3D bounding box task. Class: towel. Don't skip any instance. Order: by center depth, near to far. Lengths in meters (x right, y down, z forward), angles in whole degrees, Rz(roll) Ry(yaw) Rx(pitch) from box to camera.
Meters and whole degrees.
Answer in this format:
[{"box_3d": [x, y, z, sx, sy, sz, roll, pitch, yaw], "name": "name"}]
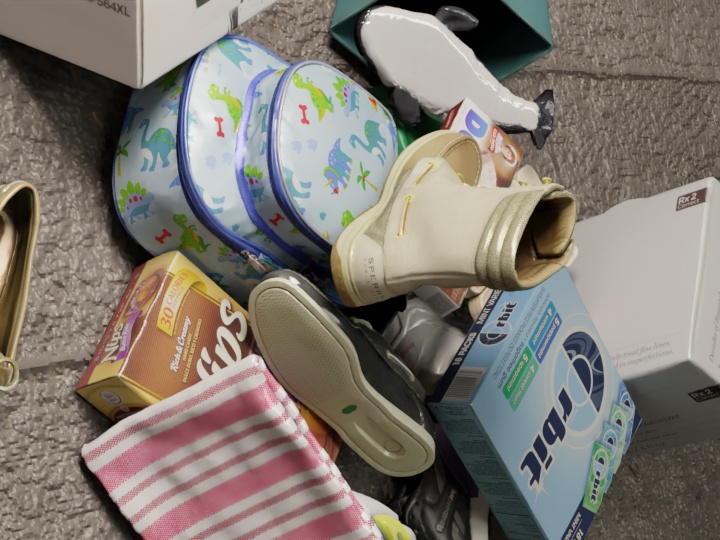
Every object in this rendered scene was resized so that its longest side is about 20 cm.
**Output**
[{"box_3d": [-0.080, 0.169, 1.113, 0.200, 0.146, 0.030, 57, 14, -14], "name": "towel"}]

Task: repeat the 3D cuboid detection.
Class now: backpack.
[{"box_3d": [-0.071, -0.076, 1.210, 0.200, 0.147, 0.184, 29, 56, -38], "name": "backpack"}]

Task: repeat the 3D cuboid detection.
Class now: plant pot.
[{"box_3d": [0.075, -0.274, 1.459, 0.141, 0.141, 0.201, 36, 41, -33], "name": "plant pot"}]

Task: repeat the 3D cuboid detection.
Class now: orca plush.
[{"box_3d": [0.074, -0.172, 1.398, 0.199, 0.071, 0.106, 10, 97, -22], "name": "orca plush"}]

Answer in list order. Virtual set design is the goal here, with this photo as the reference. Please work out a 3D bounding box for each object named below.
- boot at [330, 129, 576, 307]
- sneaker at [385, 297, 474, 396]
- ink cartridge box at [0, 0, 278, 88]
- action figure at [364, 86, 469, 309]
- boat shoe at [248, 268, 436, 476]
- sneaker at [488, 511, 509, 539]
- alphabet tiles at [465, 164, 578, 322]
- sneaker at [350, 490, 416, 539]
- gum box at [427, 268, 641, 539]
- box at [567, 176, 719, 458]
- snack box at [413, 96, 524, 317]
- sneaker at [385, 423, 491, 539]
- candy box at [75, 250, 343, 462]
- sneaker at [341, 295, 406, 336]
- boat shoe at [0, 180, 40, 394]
[{"box_3d": [0.085, -0.043, 1.159, 0.200, 0.154, 0.072, -50, 127, -47], "name": "boot"}, {"box_3d": [0.105, 0.086, 1.371, 0.199, 0.078, 0.099, 5, 39, -38], "name": "sneaker"}, {"box_3d": [-0.155, -0.223, 1.169, 0.200, 0.146, 0.085, -42, 146, -45], "name": "ink cartridge box"}, {"box_3d": [0.061, -0.056, 1.384, 0.118, 0.055, 0.201, 7, 53, -43], "name": "action figure"}, {"box_3d": [-0.012, 0.067, 1.203, 0.200, 0.072, 0.068, 49, 36, -28], "name": "boat shoe"}, {"box_3d": [0.123, 0.225, 1.381, 0.099, 0.075, 0.200, 27, 57, -8], "name": "sneaker"}, {"box_3d": [0.130, -0.016, 1.383, 0.196, 0.015, 0.200, 61, 34, -10], "name": "alphabet tiles"}, {"box_3d": [-0.002, 0.241, 1.186, 0.105, 0.075, 0.200, -62, 145, -28], "name": "sneaker"}, {"box_3d": [0.146, 0.113, 1.313, 0.170, 0.044, 0.200, -56, 131, -35], "name": "gum box"}, {"box_3d": [0.265, 0.050, 1.487, 0.131, 0.199, 0.201, 37, 52, -31], "name": "box"}, {"box_3d": [0.075, -0.054, 1.301, 0.072, 0.024, 0.200, 41, 44, -15], "name": "snack box"}, {"box_3d": [0.055, 0.220, 1.308, 0.087, 0.076, 0.201, 15, 60, -27], "name": "sneaker"}, {"box_3d": [-0.101, 0.095, 1.184, 0.200, 0.056, 0.117, 42, 49, -27], "name": "candy box"}, {"box_3d": [0.000, 0.000, 1.306, 0.075, 0.084, 0.201, 24, 59, -39], "name": "sneaker"}, {"box_3d": [-0.251, 0.033, 1.038, 0.073, 0.063, 0.201, 26, 58, -39], "name": "boat shoe"}]
